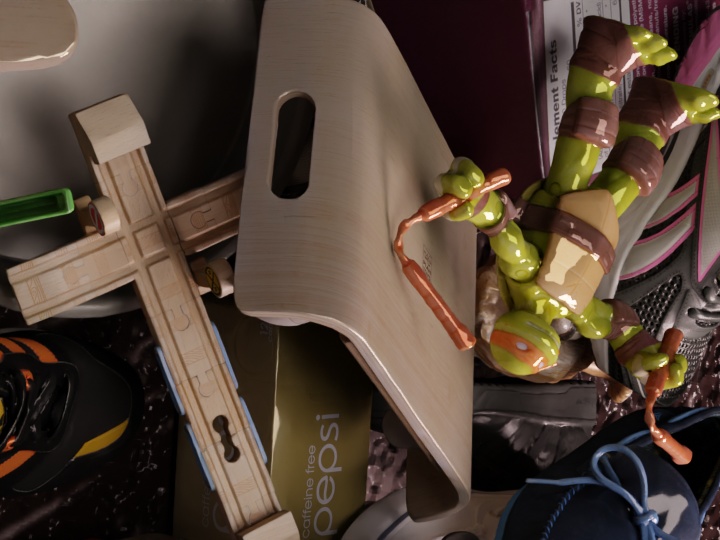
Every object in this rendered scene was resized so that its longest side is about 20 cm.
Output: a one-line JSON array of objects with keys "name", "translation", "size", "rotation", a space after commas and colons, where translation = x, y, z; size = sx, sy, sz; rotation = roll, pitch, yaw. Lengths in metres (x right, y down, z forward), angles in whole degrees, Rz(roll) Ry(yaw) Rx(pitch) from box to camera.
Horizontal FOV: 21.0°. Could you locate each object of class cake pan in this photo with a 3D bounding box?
[{"name": "cake pan", "translation": [-0.111, -0.082, 0.778], "size": [0.199, 0.037, 0.202], "rotation": [-8, 107, -28]}]

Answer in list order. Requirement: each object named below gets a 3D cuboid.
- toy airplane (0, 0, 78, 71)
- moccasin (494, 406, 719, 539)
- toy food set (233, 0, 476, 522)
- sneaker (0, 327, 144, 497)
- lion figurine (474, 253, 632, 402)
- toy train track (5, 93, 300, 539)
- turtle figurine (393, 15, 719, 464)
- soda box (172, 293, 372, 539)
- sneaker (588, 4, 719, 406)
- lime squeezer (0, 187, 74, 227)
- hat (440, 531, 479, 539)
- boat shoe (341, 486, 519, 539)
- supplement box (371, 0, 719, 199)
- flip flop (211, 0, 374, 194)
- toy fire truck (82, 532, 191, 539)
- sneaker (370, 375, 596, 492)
[{"name": "toy airplane", "translation": [-0.224, -0.072, 0.640], "size": [0.199, 0.199, 0.142], "rotation": [-51, 169, -36]}, {"name": "moccasin", "translation": [0.119, 0.104, 0.881], "size": [0.081, 0.068, 0.200], "rotation": [56, 33, -8]}, {"name": "toy food set", "translation": [0.000, 0.000, 0.809], "size": [0.200, 0.060, 0.144], "rotation": [57, 31, -55]}, {"name": "sneaker", "translation": [-0.151, 0.057, 0.751], "size": [0.199, 0.090, 0.071], "rotation": [9, 89, -44]}, {"name": "lion figurine", "translation": [0.108, -0.013, 1.004], "size": [0.122, 0.072, 0.201], "rotation": [31, 41, -21]}, {"name": "toy train track", "translation": [-0.065, 0.028, 0.768], "size": [0.114, 0.032, 0.201], "rotation": [-25, 102, -23]}, {"name": "turtle figurine", "translation": [0.097, -0.014, 0.831], "size": [0.200, 0.064, 0.162], "rotation": [36, 74, -32]}, {"name": "soda box", "translation": [-0.041, 0.112, 0.881], "size": [0.064, 0.067, 0.202], "rotation": [-2, 97, -45]}, {"name": "sneaker", "translation": [0.171, -0.022, 0.892], "size": [0.080, 0.086, 0.201], "rotation": [-9, 122, -44]}, {"name": "lime squeezer", "translation": [-0.198, -0.002, 0.700], "size": [0.198, 0.071, 0.038], "rotation": [-11, 109, -2]}, {"name": "hat", "translation": [0.003, 0.206, 0.800], "size": [0.200, 0.080, 0.202], "rotation": [1, 90, -71]}, {"name": "boat shoe", "translation": [0.067, 0.136, 0.908], "size": [0.199, 0.065, 0.074], "rotation": [-8, 104, -48]}, {"name": "supplement box", "translation": [0.104, -0.108, 0.950], "size": [0.199, 0.130, 0.104], "rotation": [-19, 110, -40]}, {"name": "flip flop", "translation": [-0.040, -0.132, 0.854], "size": [0.080, 0.058, 0.201], "rotation": [-15, 109, -1]}, {"name": "toy fire truck", "translation": [-0.136, 0.204, 0.783], "size": [0.199, 0.128, 0.178], "rotation": [-3, 98, -54]}, {"name": "sneaker", "translation": [0.074, 0.107, 0.999], "size": [0.199, 0.060, 0.105], "rotation": [3, 90, -47]}]
